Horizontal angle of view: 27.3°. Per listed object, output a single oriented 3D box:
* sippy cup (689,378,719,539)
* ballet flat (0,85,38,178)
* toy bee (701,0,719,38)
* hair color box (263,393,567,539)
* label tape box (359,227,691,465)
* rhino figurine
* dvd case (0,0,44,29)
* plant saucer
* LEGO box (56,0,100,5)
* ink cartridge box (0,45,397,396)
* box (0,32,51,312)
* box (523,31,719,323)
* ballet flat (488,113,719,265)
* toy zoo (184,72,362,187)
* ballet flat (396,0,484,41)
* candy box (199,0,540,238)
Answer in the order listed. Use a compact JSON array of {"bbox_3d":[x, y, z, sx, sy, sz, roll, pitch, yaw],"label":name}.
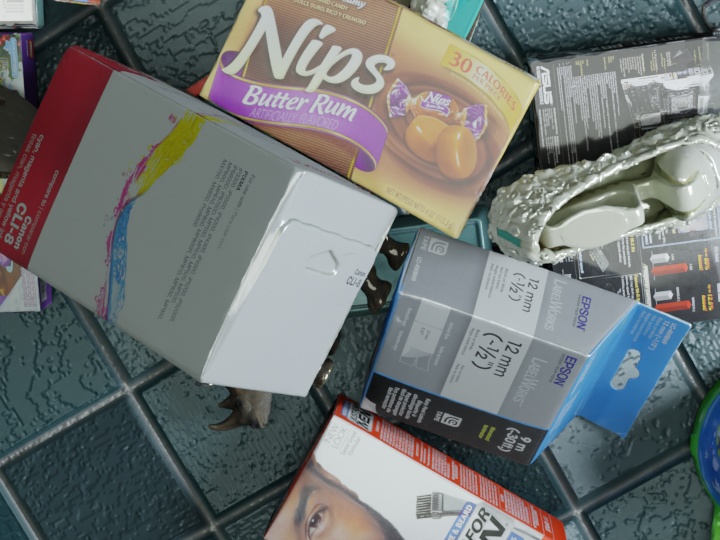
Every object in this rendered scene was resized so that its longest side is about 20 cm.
[{"bbox_3d":[0.310,0.137,1.043,0.138,0.130,0.180,-6,99,3],"label":"sippy cup"},{"bbox_3d":[-0.310,-0.106,1.039,0.197,0.046,0.068,12,68,-5],"label":"ballet flat"},{"bbox_3d":[0.190,-0.253,0.993,0.197,0.132,0.109,12,140,-5],"label":"toy bee"},{"bbox_3d":[0.041,0.193,1.099,0.198,0.064,0.112,30,100,-1],"label":"hair color box"},{"bbox_3d":[0.110,0.066,1.035,0.198,0.067,0.144,20,141,2],"label":"label tape box"},{"bbox_3d":[-0.054,0.040,1.062,0.087,0.060,0.201,33,111,-11],"label":"rhino figurine"},{"bbox_3d":[-0.329,-0.246,1.065,0.197,0.022,0.148,-1,99,4],"label":"dvd case"},{"bbox_3d":[0.000,0.000,1.092,0.197,0.019,0.071,-7,98,5],"label":"plant saucer"},{"bbox_3d":[-0.258,-0.279,0.991,0.198,0.077,0.151,19,101,9],"label":"LEGO box"},{"bbox_3d":[-0.107,-0.029,0.964,0.199,0.145,0.146,29,96,27],"label":"ink cartridge box"},{"bbox_3d":[-0.301,-0.070,1.083,0.135,0.039,0.203,-1,99,2],"label":"box"},{"bbox_3d":[0.204,-0.062,1.056,0.155,0.050,0.203,-8,99,3],"label":"box"},{"bbox_3d":[0.181,-0.046,0.972,0.198,0.072,0.073,-20,98,-10],"label":"ballet flat"},{"bbox_3d":[-0.111,-0.062,1.076,0.199,0.020,0.132,-33,88,7],"label":"toy zoo"},{"bbox_3d":[0.042,-0.153,1.049,0.071,0.072,0.202,19,98,-1],"label":"ballet flat"},{"bbox_3d":[0.007,-0.122,0.988,0.198,0.056,0.118,30,100,3],"label":"candy box"}]
